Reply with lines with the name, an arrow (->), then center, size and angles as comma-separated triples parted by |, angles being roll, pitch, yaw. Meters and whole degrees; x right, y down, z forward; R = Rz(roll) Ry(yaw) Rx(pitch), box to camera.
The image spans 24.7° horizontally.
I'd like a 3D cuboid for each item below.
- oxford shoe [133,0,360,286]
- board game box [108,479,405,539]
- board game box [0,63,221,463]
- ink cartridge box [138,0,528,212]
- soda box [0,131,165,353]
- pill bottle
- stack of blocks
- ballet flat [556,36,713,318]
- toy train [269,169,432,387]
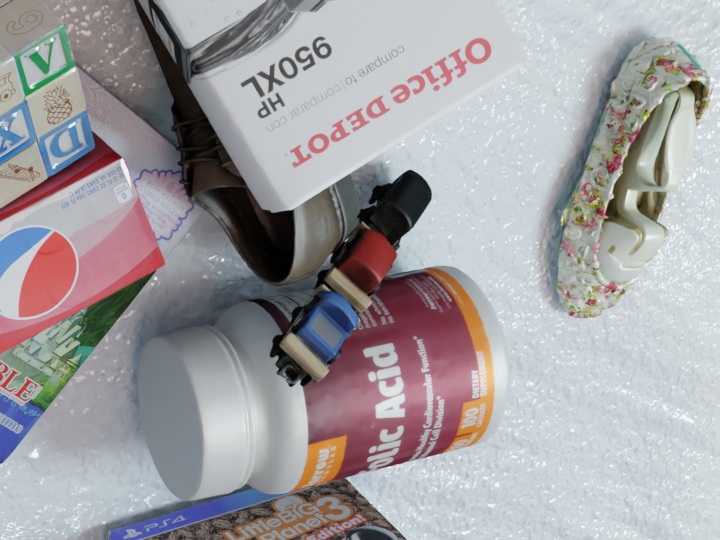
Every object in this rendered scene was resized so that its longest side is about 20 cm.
oxford shoe -> -0.068, -0.081, 0.871 | 0.201, 0.072, 0.084 | 61, 38, -18
board game box -> -0.037, 0.222, 0.974 | 0.159, 0.200, 0.097 | -14, 119, -27
board game box -> -0.204, -0.026, 0.861 | 0.200, 0.041, 0.200 | -52, 129, -1
ink cartridge box -> -0.032, -0.148, 0.805 | 0.144, 0.084, 0.201 | -32, 98, -7
soda box -> -0.202, 0.005, 0.810 | 0.199, 0.063, 0.070 | -30, 126, -17
pill bottle -> -0.022, 0.067, 0.973 | 0.199, 0.114, 0.115 | -11, 118, -28
stack of blocks -> -0.223, -0.056, 0.733 | 0.200, 0.059, 0.115 | -35, 151, -21
ballet flat -> 0.178, -0.052, 1.074 | 0.075, 0.064, 0.201 | -1, 113, -32
toy train -> 0.000, 0.000, 0.928 | 0.034, 0.200, 0.046 | 44, 128, -10
